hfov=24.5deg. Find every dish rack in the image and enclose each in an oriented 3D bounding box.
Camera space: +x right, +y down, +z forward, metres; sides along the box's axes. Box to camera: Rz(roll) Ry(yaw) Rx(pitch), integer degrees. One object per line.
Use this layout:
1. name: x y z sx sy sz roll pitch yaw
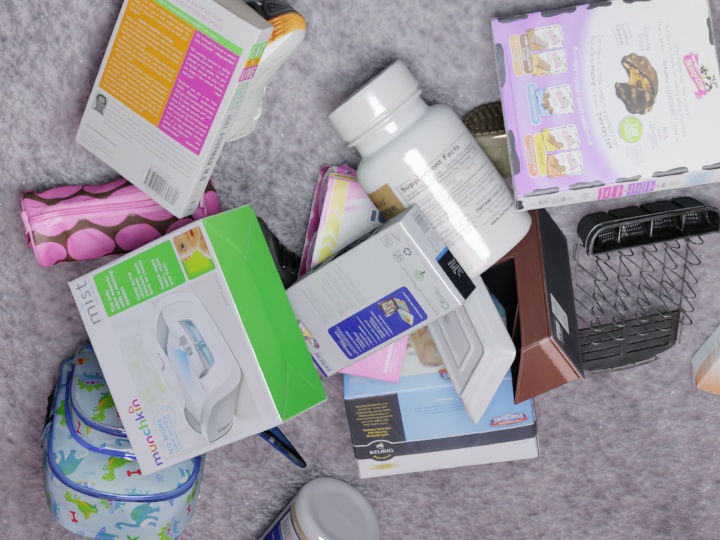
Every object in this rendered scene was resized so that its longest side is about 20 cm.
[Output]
1. dish rack: 0.285 0.022 1.705 0.152 0.055 0.202 -9 122 -18

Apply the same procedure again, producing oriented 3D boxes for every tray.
1. tray: 0.094 0.045 1.662 0.022 0.201 0.108 2 134 -27

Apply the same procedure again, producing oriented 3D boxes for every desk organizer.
1. desk organizer: 0.165 0.029 1.649 0.076 0.201 0.072 -24 129 22

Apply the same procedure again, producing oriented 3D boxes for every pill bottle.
1. pill bottle: 0.061 -0.091 1.558 0.114 0.114 0.201 -34 98 25
2. pill bottle: -0.071 0.348 1.981 0.115 0.116 0.200 23 128 -21

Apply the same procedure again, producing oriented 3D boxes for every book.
1. book: -0.170 -0.166 1.495 0.133 0.048 0.201 36 119 16

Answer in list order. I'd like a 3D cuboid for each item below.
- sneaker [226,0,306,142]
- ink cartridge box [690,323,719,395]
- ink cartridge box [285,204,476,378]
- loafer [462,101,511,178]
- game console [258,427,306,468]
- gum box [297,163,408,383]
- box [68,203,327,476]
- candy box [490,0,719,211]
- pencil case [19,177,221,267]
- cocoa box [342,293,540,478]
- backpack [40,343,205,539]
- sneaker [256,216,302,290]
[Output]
1. sneaker: -0.113 -0.175 1.552 0.199 0.076 0.092 -31 134 32
2. ink cartridge box: 0.479 0.073 1.800 0.160 0.051 0.201 17 132 -17
3. ink cartridge box: 0.009 0.022 1.564 0.199 0.039 0.100 -30 102 41
4. loafer: 0.198 -0.130 1.598 0.197 0.076 0.069 -2 134 13
5. game console: -0.116 0.080 1.704 0.117 0.200 0.172 2 121 -41
6. gum box: 0.000 0.000 1.652 0.112 0.066 0.203 11 99 -12
7. box: -0.154 0.066 1.564 0.175 0.096 0.202 -22 89 29
8. candy box: 0.227 -0.154 1.507 0.197 0.170 0.072 -8 170 5
9. pencil case: -0.237 -0.055 1.633 0.197 0.094 0.092 -10 93 4
10. cocoa box: 0.084 0.121 1.772 0.197 0.134 0.132 -7 132 5
11. backpack: -0.251 0.181 1.769 0.181 0.201 0.148 8 131 -8
12. sneaker: -0.069 0.013 1.720 0.089 0.067 0.201 -13 134 5
